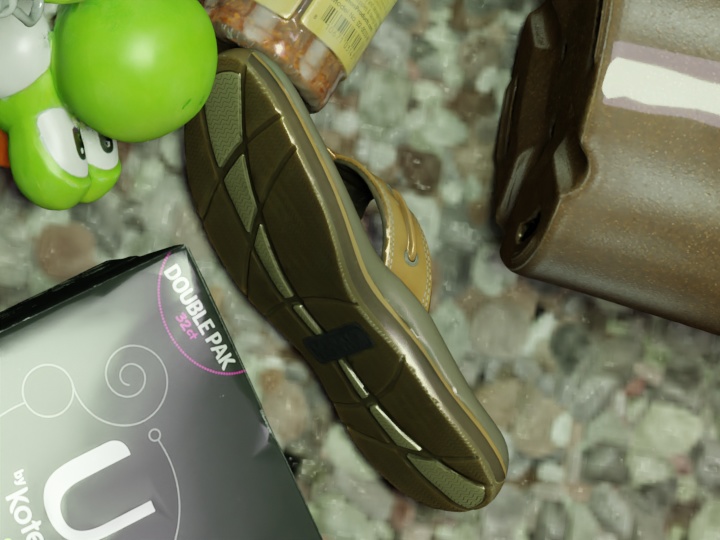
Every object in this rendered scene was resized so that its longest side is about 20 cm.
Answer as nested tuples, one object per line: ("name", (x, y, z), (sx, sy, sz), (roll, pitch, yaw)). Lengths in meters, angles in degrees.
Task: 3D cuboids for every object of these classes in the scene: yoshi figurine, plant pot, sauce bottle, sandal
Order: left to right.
("yoshi figurine", (-0.105, -0.125, 1.040), (0.112, 0.112, 0.201), (-17, 96, -24))
("sandal", (0.000, 0.000, 1.088), (0.054, 0.080, 0.201), (-44, 108, -33))
("sauce bottle", (0.012, -0.155, 1.099), (0.066, 0.066, 0.200), (37, 78, -13))
("plant pot", (0.163, -0.052, 1.085), (0.197, 0.200, 0.202), (12, 85, -10))

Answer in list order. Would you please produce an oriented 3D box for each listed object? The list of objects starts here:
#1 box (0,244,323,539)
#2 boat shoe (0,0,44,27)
("box", (-0.095, 0.114, 0.997), (0.148, 0.124, 0.201), (-26, 95, -17))
("boat shoe", (-0.144, -0.098, 0.964), (0.068, 0.074, 0.200), (34, 115, 10))
